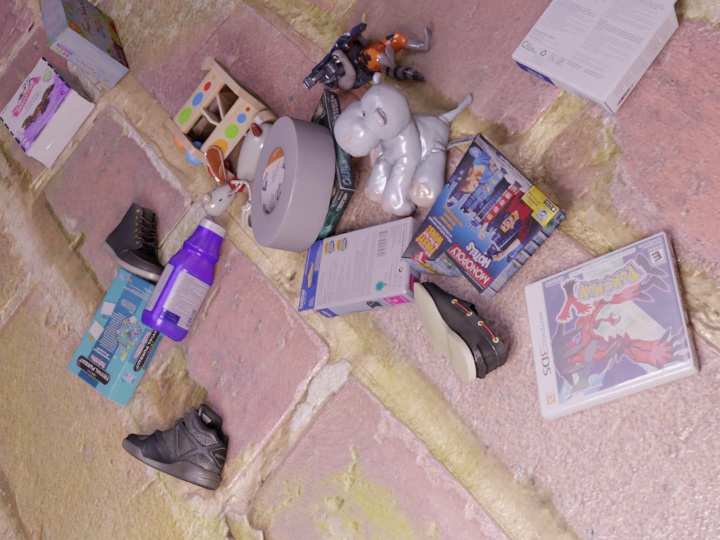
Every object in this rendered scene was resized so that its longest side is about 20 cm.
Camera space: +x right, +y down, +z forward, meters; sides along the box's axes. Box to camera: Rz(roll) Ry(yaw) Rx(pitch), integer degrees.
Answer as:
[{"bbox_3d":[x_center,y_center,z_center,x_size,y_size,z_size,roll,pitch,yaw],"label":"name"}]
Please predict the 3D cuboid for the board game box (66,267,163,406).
[{"bbox_3d":[-0.408,0.111,1.904,0.150,0.047,0.202,22,83,45],"label":"board game box"}]

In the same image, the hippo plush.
[{"bbox_3d":[0.053,-0.184,1.591,0.198,0.160,0.161,-28,51,26],"label":"hippo plush"}]

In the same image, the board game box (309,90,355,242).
[{"bbox_3d":[-0.056,-0.160,1.721,0.136,0.028,0.203,121,148,-46],"label":"board game box"}]

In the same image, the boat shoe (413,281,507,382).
[{"bbox_3d":[0.127,0.074,1.459,0.062,0.075,0.202,-19,34,-14],"label":"boat shoe"}]

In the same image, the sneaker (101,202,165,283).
[{"bbox_3d":[-0.386,-0.052,1.955,0.199,0.074,0.107,30,91,47],"label":"sneaker"}]

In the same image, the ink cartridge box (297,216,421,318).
[{"bbox_3d":[0.000,0.000,1.621,0.197,0.042,0.121,-11,60,34],"label":"ink cartridge box"}]

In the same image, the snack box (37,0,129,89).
[{"bbox_3d":[-0.579,-0.495,2.303,0.068,0.168,0.201,-41,46,15],"label":"snack box"}]

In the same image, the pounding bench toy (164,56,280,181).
[{"bbox_3d":[-0.256,-0.267,1.929,0.157,0.124,0.200,-50,45,7],"label":"pounding bench toy"}]

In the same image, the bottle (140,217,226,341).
[{"bbox_3d":[-0.286,0.013,1.828,0.065,0.083,0.203,19,81,45],"label":"bottle"}]

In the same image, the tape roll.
[{"bbox_3d":[-0.107,-0.132,1.704,0.200,0.065,0.204,144,131,-57],"label":"tape roll"}]

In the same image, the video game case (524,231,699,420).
[{"bbox_3d":[0.297,0.068,1.340,0.198,0.023,0.185,-23,54,29],"label":"video game case"}]

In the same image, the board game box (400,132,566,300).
[{"bbox_3d":[0.159,-0.051,1.497,0.200,0.061,0.201,-48,45,10],"label":"board game box"}]

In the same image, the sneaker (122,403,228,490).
[{"bbox_3d":[-0.277,0.259,1.692,0.197,0.076,0.116,7,69,39],"label":"sneaker"}]

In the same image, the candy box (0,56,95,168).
[{"bbox_3d":[-0.673,-0.341,2.366,0.169,0.071,0.200,-52,45,5],"label":"candy box"}]

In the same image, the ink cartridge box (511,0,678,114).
[{"bbox_3d":[0.334,-0.335,1.520,0.201,0.043,0.196,-52,43,2],"label":"ink cartridge box"}]

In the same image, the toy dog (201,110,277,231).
[{"bbox_3d":[-0.194,-0.175,1.818,0.131,0.096,0.202,26,89,30],"label":"toy dog"}]

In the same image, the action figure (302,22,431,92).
[{"bbox_3d":[-0.001,-0.317,1.754,0.191,0.105,0.200,-8,32,44],"label":"action figure"}]
